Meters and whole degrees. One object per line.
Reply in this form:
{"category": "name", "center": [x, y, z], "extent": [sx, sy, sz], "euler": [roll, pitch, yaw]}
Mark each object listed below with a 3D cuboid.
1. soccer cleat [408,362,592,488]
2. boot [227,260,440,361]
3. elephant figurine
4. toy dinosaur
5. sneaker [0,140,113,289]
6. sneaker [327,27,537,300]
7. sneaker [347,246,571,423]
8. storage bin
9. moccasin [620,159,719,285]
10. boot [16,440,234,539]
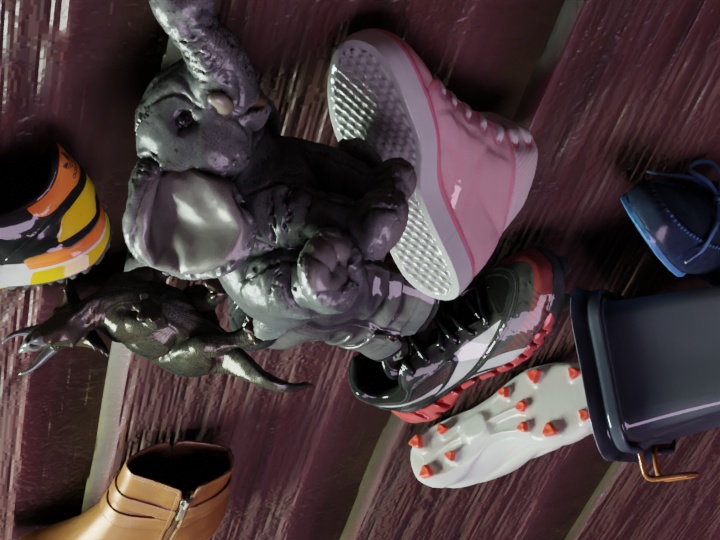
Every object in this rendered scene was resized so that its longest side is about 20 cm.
{"category": "soccer cleat", "center": [0.130, 0.128, 1.651], "extent": [0.199, 0.070, 0.077], "euler": [-25, 155, 29]}
{"category": "boot", "center": [0.000, 0.000, 1.354], "extent": [0.131, 0.070, 0.200], "euler": [4, 157, -23]}
{"category": "elephant figurine", "center": [-0.078, -0.063, 1.159], "extent": [0.199, 0.141, 0.156], "euler": [33, 89, -15]}
{"category": "toy dinosaur", "center": [-0.125, 0.035, 1.335], "extent": [0.199, 0.078, 0.102], "euler": [14, 154, -28]}
{"category": "sneaker", "center": [-0.253, -0.024, 1.200], "extent": [0.199, 0.070, 0.090], "euler": [-17, 136, 0]}
{"category": "sneaker", "center": [0.049, -0.086, 1.245], "extent": [0.105, 0.075, 0.201], "euler": [-46, 135, -28]}
{"category": "sneaker", "center": [0.066, 0.046, 1.465], "extent": [0.098, 0.071, 0.200], "euler": [11, 142, -43]}
{"category": "storage bin", "center": [0.249, 0.076, 1.475], "extent": [0.133, 0.147, 0.200], "euler": [-13, 169, 20]}
{"category": "moccasin", "center": [0.246, -0.039, 1.427], "extent": [0.068, 0.081, 0.200], "euler": [-34, 161, 21]}
{"category": "boot", "center": [-0.195, 0.200, 1.584], "extent": [0.199, 0.077, 0.156], "euler": [-7, 151, -22]}
